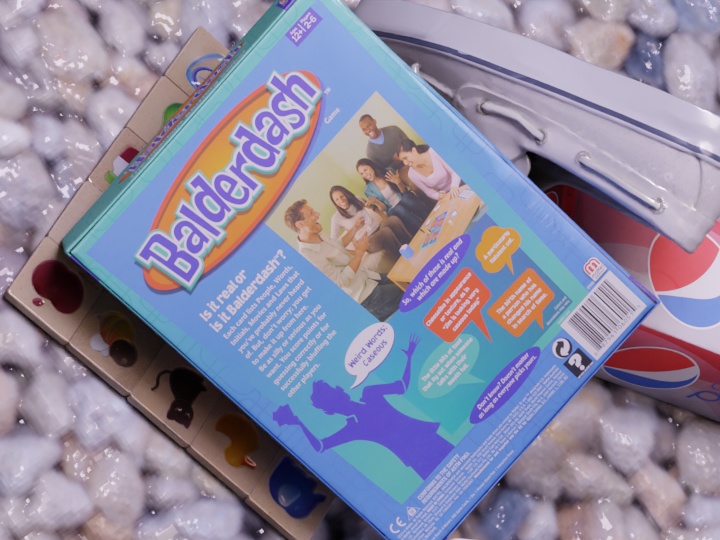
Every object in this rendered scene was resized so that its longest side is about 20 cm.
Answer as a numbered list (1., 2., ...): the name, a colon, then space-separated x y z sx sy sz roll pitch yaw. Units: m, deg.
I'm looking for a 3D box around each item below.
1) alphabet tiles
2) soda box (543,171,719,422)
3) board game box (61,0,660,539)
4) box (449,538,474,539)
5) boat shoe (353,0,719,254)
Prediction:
1. alphabet tiles: -0.035 0.015 1.231 0.200 0.008 0.168 42 54 -13
2. soda box: 0.161 0.023 1.319 0.199 0.063 0.070 20 62 -24
3. board game box: 0.000 0.000 1.180 0.200 0.045 0.152 43 90 -12
4. box: 0.044 0.222 1.126 0.097 0.124 0.201 13 65 -28
5. boat shoe: 0.069 -0.053 1.250 0.087 0.201 0.075 -66 154 -1
